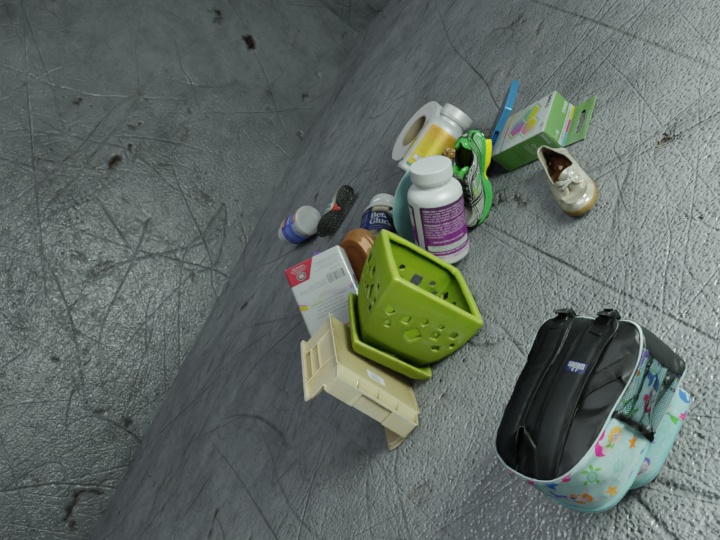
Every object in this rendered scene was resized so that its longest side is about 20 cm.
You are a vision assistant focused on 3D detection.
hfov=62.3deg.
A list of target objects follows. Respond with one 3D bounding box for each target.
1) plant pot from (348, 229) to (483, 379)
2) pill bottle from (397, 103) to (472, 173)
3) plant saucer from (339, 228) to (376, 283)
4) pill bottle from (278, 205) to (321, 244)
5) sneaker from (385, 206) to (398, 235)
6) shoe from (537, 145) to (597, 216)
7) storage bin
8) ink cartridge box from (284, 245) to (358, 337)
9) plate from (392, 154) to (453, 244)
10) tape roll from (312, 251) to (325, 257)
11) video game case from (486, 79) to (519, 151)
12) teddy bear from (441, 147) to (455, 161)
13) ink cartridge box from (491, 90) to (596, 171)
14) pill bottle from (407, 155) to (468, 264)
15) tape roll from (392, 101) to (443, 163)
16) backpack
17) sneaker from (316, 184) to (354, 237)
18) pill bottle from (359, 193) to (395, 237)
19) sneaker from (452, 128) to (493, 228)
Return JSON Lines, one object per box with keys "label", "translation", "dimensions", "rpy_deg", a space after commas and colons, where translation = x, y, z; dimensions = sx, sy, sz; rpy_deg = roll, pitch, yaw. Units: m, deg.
{"label": "plant pot", "translation": [0.084, 0.074, 1.121], "dimensions": [0.182, 0.199, 0.200], "rpy_deg": [-57, 19, 22]}
{"label": "pill bottle", "translation": [0.194, -0.319, 1.525], "dimensions": [0.201, 0.112, 0.113], "rpy_deg": [-55, 21, 6]}
{"label": "plant saucer", "translation": [0.000, 0.000, 1.444], "dimensions": [0.200, 0.037, 0.202], "rpy_deg": [30, 127, 49]}
{"label": "pill bottle", "translation": [-0.239, -0.165, 2.270], "dimensions": [0.199, 0.112, 0.113], "rpy_deg": [-24, 39, 54]}
{"label": "sneaker", "translation": [0.120, -0.101, 1.352], "dimensions": [0.082, 0.070, 0.200], "rpy_deg": [-42, -23, -2]}
{"label": "shoe", "translation": [0.352, -0.161, 1.036], "dimensions": [0.070, 0.053, 0.201], "rpy_deg": [-47, 24, 26]}
{"label": "storage bin", "translation": [-0.003, 0.207, 1.112], "dimensions": [0.094, 0.199, 0.199], "rpy_deg": [-48, 23, 16]}
{"label": "ink cartridge box", "translation": [-0.070, 0.064, 1.395], "dimensions": [0.146, 0.202, 0.086], "rpy_deg": [-23, -7, 5]}
{"label": "plate", "translation": [0.154, -0.144, 1.274], "dimensions": [0.026, 0.200, 0.201], "rpy_deg": [32, 89, 50]}
{"label": "tape roll", "translation": [-0.088, 0.053, 1.545], "dimensions": [0.200, 0.065, 0.203], "rpy_deg": [-1, -90, -87]}
{"label": "video game case", "translation": [0.283, -0.285, 1.265], "dimensions": [0.144, 0.018, 0.201], "rpy_deg": [-64, -5, -48]}
{"label": "teddy bear", "translation": [0.198, -0.211, 1.364], "dimensions": [0.200, 0.066, 0.147], "rpy_deg": [-11, -75, -66]}
{"label": "ink cartridge box", "translation": [0.359, -0.283, 1.182], "dimensions": [0.199, 0.059, 0.105], "rpy_deg": [-19, 43, 59]}
{"label": "pill bottle", "translation": [0.154, -0.120, 1.194], "dimensions": [0.111, 0.202, 0.113], "rpy_deg": [-10, 32, 6]}
{"label": "tape roll", "translation": [0.179, -0.381, 1.705], "dimensions": [0.203, 0.070, 0.203], "rpy_deg": [-46, 23, 26]}
{"label": "backpack", "translation": [0.252, 0.164, 0.673], "dimensions": [0.201, 0.150, 0.177], "rpy_deg": [-55, 17, -14]}
{"label": "sneaker", "translation": [-0.086, -0.202, 2.070], "dimensions": [0.201, 0.070, 0.093], "rpy_deg": [-60, 3, 0]}
{"label": "pill bottle", "translation": [0.053, -0.107, 1.544], "dimensions": [0.111, 0.111, 0.201], "rpy_deg": [-41, 27, 37]}
{"label": "sneaker", "translation": [0.217, -0.183, 1.219], "dimensions": [0.085, 0.202, 0.078], "rpy_deg": [-22, 25, -36]}
